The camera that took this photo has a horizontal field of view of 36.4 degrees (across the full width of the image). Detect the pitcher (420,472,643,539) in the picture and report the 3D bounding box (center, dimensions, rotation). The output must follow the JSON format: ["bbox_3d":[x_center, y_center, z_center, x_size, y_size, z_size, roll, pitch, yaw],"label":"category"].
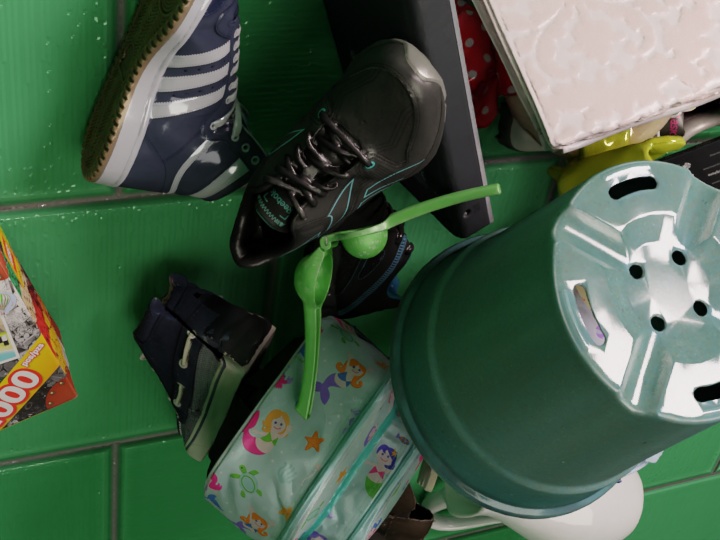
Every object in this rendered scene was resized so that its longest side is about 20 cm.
[{"bbox_3d":[0.175,0.234,1.136,0.198,0.122,0.172,14,142,-23],"label":"pitcher"}]

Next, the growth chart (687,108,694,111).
[{"bbox_3d":[0.211,-0.185,0.789,0.200,0.018,0.145,-41,94,12],"label":"growth chart"}]

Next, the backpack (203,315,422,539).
[{"bbox_3d":[-0.033,0.129,0.826,0.178,0.150,0.200,-53,170,-10],"label":"backpack"}]

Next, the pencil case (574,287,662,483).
[{"bbox_3d":[0.170,0.074,0.876,0.090,0.201,0.084,0,124,-20],"label":"pencil case"}]

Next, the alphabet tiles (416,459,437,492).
[{"bbox_3d":[0.077,0.080,0.891,0.014,0.200,0.198,18,83,2],"label":"alphabet tiles"}]

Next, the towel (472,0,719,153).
[{"bbox_3d":[0.170,-0.188,0.713,0.198,0.193,0.032,-19,167,-12],"label":"towel"}]

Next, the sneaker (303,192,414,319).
[{"bbox_3d":[-0.001,-0.041,0.813,0.081,0.074,0.201,-2,140,-6],"label":"sneaker"}]

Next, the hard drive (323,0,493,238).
[{"bbox_3d":[0.023,-0.132,0.702,0.033,0.140,0.201,-30,136,-12],"label":"hard drive"}]

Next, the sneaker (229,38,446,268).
[{"bbox_3d":[-0.018,-0.060,0.667,0.079,0.075,0.200,-43,178,-40],"label":"sneaker"}]

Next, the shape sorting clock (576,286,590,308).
[{"bbox_3d":[0.230,-0.005,0.996,0.198,0.039,0.202,-15,134,-16],"label":"shape sorting clock"}]

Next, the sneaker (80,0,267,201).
[{"bbox_3d":[-0.093,-0.127,0.696,0.107,0.070,0.201,14,126,-32],"label":"sneaker"}]

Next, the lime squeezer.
[{"bbox_3d":[0.000,0.000,0.704,0.200,0.071,0.038,-49,156,13],"label":"lime squeezer"}]

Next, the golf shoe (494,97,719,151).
[{"bbox_3d":[0.201,-0.128,0.839,0.198,0.088,0.078,-17,133,-12],"label":"golf shoe"}]

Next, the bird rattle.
[{"bbox_3d":[0.145,-0.132,0.766,0.163,0.200,0.113,-47,169,-4],"label":"bird rattle"}]

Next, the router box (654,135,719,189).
[{"bbox_3d":[0.303,-0.080,0.829,0.198,0.063,0.150,-21,-179,25],"label":"router box"}]

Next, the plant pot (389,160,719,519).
[{"bbox_3d":[0.140,0.039,0.674,0.198,0.203,0.196,-10,165,-20],"label":"plant pot"}]

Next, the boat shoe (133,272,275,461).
[{"bbox_3d":[-0.133,0.075,0.864,0.092,0.075,0.201,32,141,2],"label":"boat shoe"}]

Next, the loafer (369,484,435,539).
[{"bbox_3d":[0.012,0.218,1.062,0.071,0.073,0.200,-42,140,-2],"label":"loafer"}]

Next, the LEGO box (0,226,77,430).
[{"bbox_3d":[-0.313,0.054,0.733,0.198,0.077,0.150,-23,135,-8],"label":"LEGO box"}]
